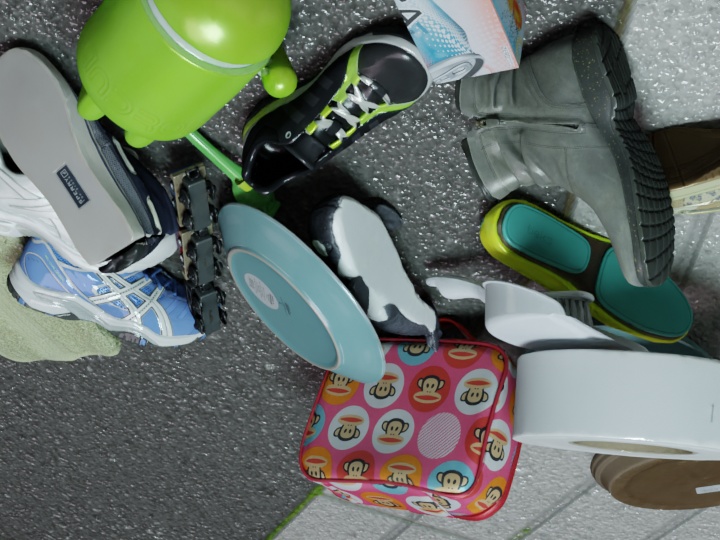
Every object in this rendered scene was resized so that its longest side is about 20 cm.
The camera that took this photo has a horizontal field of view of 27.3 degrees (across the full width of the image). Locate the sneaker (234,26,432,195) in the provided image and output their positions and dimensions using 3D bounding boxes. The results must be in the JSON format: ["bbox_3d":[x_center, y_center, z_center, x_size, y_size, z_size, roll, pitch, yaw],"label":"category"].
[{"bbox_3d":[-0.021,-0.111,1.141,0.072,0.083,0.200,37,136,-26],"label":"sneaker"}]

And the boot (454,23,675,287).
[{"bbox_3d":[0.148,-0.073,1.091,0.131,0.200,0.068,-18,175,32],"label":"boot"}]

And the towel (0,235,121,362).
[{"bbox_3d":[-0.332,0.024,1.431,0.148,0.037,0.200,-10,136,25],"label":"towel"}]

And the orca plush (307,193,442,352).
[{"bbox_3d":[0.000,0.000,1.271,0.071,0.105,0.200,-1,162,32],"label":"orca plush"}]

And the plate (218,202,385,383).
[{"bbox_3d":[-0.058,0.027,1.261,0.200,0.026,0.200,40,159,19],"label":"plate"}]

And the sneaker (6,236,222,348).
[{"bbox_3d":[-0.216,0.013,1.354,0.200,0.076,0.077,15,116,-23],"label":"sneaker"}]

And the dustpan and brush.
[{"bbox_3d":[0.130,0.030,1.226,0.200,0.057,0.140,-1,162,41],"label":"dustpan and brush"}]

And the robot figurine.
[{"bbox_3d":[-0.129,-0.172,1.073,0.175,0.116,0.200,31,138,-22],"label":"robot figurine"}]

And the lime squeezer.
[{"bbox_3d":[-0.102,-0.053,1.271,0.071,0.038,0.200,-1,140,18],"label":"lime squeezer"}]

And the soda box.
[{"bbox_3d":[0.050,-0.223,1.002,0.068,0.064,0.200,-8,136,24],"label":"soda box"}]

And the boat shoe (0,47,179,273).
[{"bbox_3d":[-0.225,-0.092,1.219,0.075,0.093,0.200,-28,88,21],"label":"boat shoe"}]

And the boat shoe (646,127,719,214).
[{"bbox_3d":[0.269,-0.068,1.116,0.200,0.073,0.063,-9,133,24],"label":"boat shoe"}]

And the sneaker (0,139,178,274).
[{"bbox_3d":[-0.246,-0.064,1.272,0.200,0.078,0.099,16,126,-15],"label":"sneaker"}]

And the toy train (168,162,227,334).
[{"bbox_3d":[-0.141,-0.021,1.287,0.034,0.046,0.200,-21,141,-19],"label":"toy train"}]

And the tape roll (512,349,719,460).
[{"bbox_3d":[0.228,0.113,1.224,0.202,0.071,0.202,6,170,1],"label":"tape roll"}]

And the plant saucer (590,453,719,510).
[{"bbox_3d":[0.318,0.186,1.401,0.200,0.029,0.200,-3,152,-2],"label":"plant saucer"}]

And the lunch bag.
[{"bbox_3d":[0.052,0.127,1.339,0.200,0.176,0.082,3,155,35],"label":"lunch bag"}]

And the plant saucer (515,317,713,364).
[{"bbox_3d":[0.239,0.100,1.358,0.200,0.036,0.200,8,140,6],"label":"plant saucer"}]

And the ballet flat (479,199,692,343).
[{"bbox_3d":[0.185,0.002,1.244,0.200,0.067,0.067,29,160,-14],"label":"ballet flat"}]
